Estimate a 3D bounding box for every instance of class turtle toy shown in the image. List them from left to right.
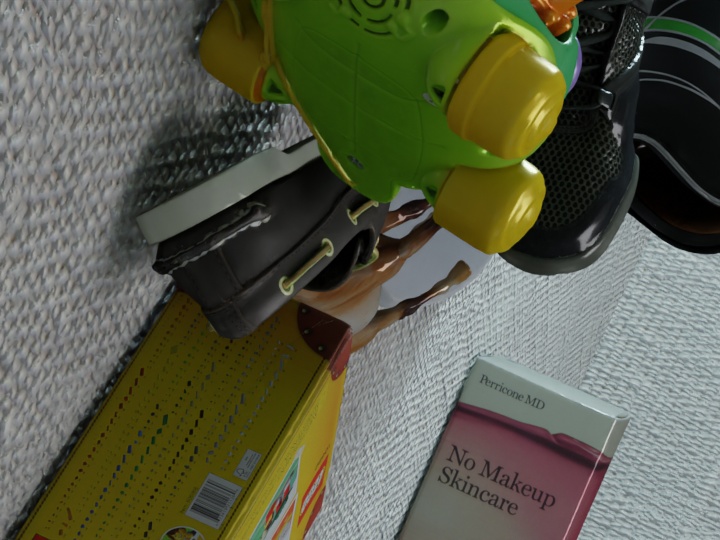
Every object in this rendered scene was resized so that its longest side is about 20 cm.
[{"bbox_3d":[0.023,-0.085,0.983,0.101,0.146,0.200,-51,166,-20],"label":"turtle toy"}]

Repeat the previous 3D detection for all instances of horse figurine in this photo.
[{"bbox_3d":[0.000,0.000,1.291,0.132,0.050,0.200,-30,168,-17],"label":"horse figurine"}]

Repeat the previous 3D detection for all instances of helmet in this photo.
[{"bbox_3d":[0.184,-0.109,1.664,0.200,0.191,0.200,22,90,-86],"label":"helmet"}]

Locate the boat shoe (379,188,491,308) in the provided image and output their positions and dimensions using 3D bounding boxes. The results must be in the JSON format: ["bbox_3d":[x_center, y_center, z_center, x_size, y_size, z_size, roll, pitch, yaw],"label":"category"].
[{"bbox_3d":[0.047,-0.042,1.482,0.057,0.069,0.200,-20,-157,45],"label":"boat shoe"}]

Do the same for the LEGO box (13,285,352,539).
[{"bbox_3d":[-0.084,0.119,1.123,0.149,0.077,0.200,101,16,-53],"label":"LEGO box"}]

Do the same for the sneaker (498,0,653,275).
[{"bbox_3d":[0.087,-0.101,1.142,0.114,0.076,0.200,74,29,-59],"label":"sneaker"}]

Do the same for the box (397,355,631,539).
[{"bbox_3d":[0.119,0.182,2.180,0.109,0.128,0.200,6,107,-79],"label":"box"}]

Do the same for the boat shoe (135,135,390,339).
[{"bbox_3d":[-0.027,-0.018,1.083,0.072,0.061,0.201,-27,180,23],"label":"boat shoe"}]
